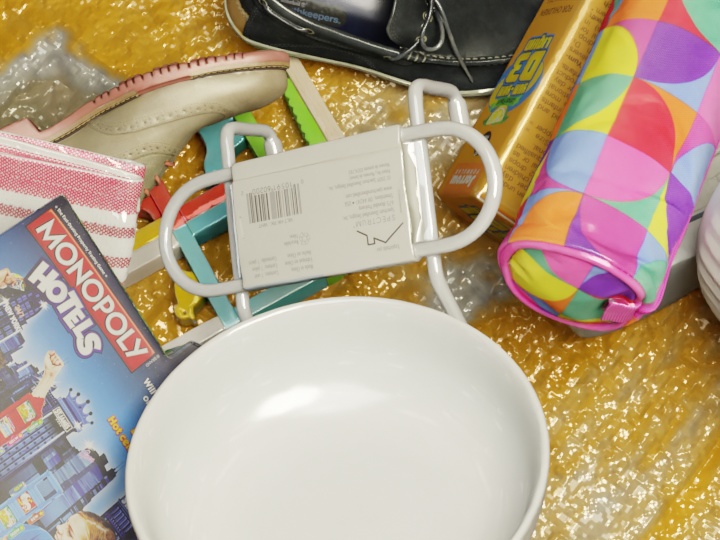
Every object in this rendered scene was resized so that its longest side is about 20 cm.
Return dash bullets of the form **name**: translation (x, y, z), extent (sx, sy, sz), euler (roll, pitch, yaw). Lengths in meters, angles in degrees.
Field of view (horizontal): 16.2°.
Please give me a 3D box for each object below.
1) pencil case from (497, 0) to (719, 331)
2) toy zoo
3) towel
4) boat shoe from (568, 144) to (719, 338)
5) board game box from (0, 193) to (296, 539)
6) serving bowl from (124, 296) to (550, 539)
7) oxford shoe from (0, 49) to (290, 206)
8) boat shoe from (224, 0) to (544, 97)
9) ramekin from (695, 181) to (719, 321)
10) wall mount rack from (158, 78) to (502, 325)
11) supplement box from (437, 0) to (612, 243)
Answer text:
- **pencil case**: translation (0.139, -0.067, 1.238), extent (0.088, 0.088, 0.201), euler (22, 66, 12)
- **toy zoo**: translation (-0.094, -0.022, 1.365), extent (0.199, 0.020, 0.132), euler (-28, 71, -5)
- **towel**: translation (-0.198, 0.026, 1.312), extent (0.146, 0.030, 0.201), euler (13, 101, 2)
- **boat shoe**: translation (0.173, -0.048, 1.324), extent (0.202, 0.075, 0.086), euler (-33, 72, -10)
- **board game box**: translation (-0.140, 0.076, 1.251), extent (0.200, 0.062, 0.200), euler (-35, 98, -28)
- **serving bowl**: translation (-0.009, 0.107, 1.200), extent (0.199, 0.066, 0.201), euler (-4, 47, 4)
- **oxford shoe**: translation (-0.123, -0.059, 1.339), extent (0.199, 0.070, 0.075), euler (-22, 86, 7)
- **boat shoe**: translation (0.027, -0.141, 1.365), extent (0.199, 0.062, 0.075), euler (8, 70, -5)
- **ramekin**: translation (0.257, -0.022, 1.249), extent (0.200, 0.200, 0.105), euler (-38, 62, -8)
- **wall mount rack**: translation (0.000, 0.000, 1.281), extent (0.199, 0.074, 0.175), euler (-10, 82, 30)
- **supplement box**: translation (0.121, -0.107, 1.333), extent (0.069, 0.067, 0.201), euler (30, 82, -16)
